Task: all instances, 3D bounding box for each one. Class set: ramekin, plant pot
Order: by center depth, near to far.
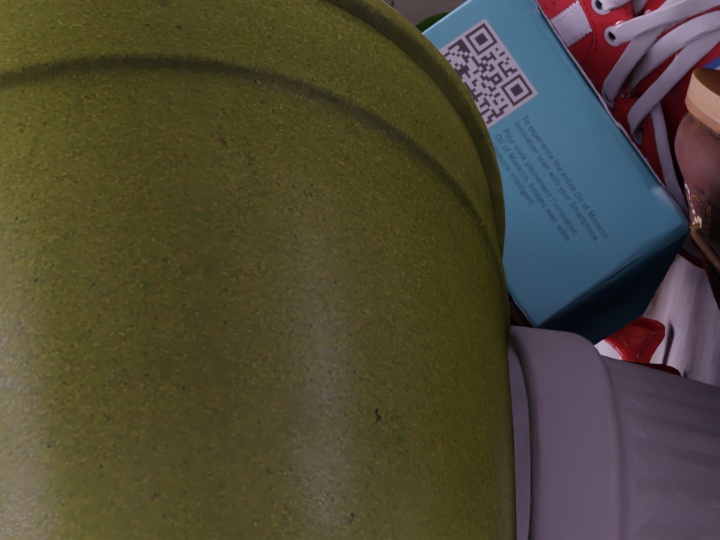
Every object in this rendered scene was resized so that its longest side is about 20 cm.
[{"bbox_3d":[-0.048,0.065,0.571,0.193,0.199,0.201,-104,22,-46],"label":"plant pot"},{"bbox_3d":[0.069,0.119,0.665,0.200,0.105,0.201,-170,90,-84],"label":"ramekin"}]

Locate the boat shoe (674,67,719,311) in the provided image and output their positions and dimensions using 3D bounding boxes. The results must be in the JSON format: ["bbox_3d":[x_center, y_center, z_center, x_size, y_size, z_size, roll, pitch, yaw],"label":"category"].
[{"bbox_3d":[0.111,-0.001,0.628,0.200,0.070,0.071,-104,29,-76],"label":"boat shoe"}]

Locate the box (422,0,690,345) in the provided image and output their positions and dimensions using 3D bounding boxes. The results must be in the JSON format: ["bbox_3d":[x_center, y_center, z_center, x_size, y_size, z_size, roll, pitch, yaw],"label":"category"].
[{"bbox_3d":[0.047,-0.019,0.775,0.082,0.049,0.200,56,178,8],"label":"box"}]

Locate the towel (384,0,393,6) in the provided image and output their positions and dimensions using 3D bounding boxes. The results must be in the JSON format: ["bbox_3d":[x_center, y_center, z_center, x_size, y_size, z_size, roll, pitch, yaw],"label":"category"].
[{"bbox_3d":[-0.039,0.023,0.762,0.144,0.023,0.200,-73,4,-50],"label":"towel"}]

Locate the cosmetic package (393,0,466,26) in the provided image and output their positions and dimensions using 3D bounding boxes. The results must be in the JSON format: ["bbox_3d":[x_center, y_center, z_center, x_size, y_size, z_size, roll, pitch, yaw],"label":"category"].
[{"bbox_3d":[0.005,-0.097,0.992,0.073,0.103,0.201,-129,48,-82],"label":"cosmetic package"}]

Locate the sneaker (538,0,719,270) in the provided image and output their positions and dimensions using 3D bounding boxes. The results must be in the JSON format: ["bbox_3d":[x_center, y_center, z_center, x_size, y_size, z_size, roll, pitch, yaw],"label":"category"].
[{"bbox_3d":[0.077,-0.083,0.741,0.113,0.071,0.200,49,171,51],"label":"sneaker"}]

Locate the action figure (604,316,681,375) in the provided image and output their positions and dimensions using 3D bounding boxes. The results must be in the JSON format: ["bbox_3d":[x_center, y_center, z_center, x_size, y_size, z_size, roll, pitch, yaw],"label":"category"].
[{"bbox_3d":[0.046,0.111,0.972,0.065,0.098,0.201,-91,10,-67],"label":"action figure"}]

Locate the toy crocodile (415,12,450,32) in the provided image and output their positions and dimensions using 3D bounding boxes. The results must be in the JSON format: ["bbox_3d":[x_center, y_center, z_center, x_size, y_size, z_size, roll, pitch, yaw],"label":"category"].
[{"bbox_3d":[0.000,0.000,0.905,0.068,0.061,0.201,116,174,-64],"label":"toy crocodile"}]
